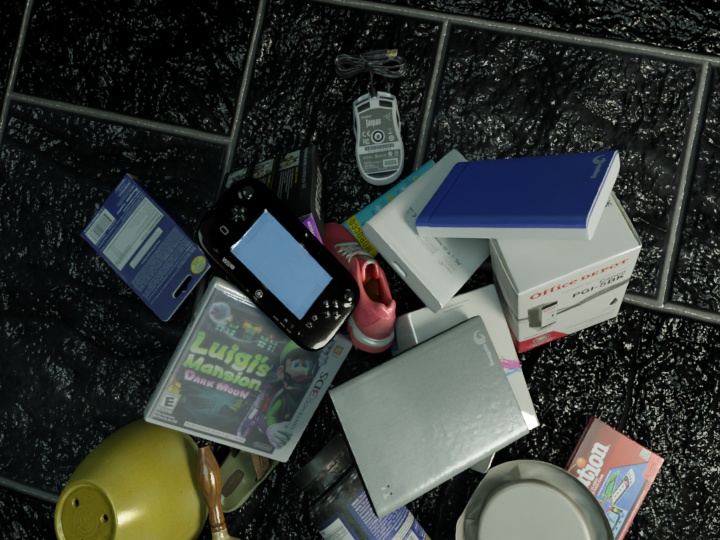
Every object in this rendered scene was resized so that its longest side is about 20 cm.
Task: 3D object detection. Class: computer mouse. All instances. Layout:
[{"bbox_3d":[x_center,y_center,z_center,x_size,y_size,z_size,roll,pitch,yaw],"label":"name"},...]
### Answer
[{"bbox_3d":[0.021,-0.218,0.831,0.105,0.044,0.208,-5,80,4],"label":"computer mouse"}]

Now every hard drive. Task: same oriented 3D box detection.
[{"bbox_3d":[0.076,0.156,0.638,0.195,0.033,0.143,-23,86,-14],"label":"hard drive"},{"bbox_3d":[0.106,-0.057,0.720,0.132,0.027,0.199,46,55,4],"label":"hard drive"},{"bbox_3d":[0.173,-0.084,0.646,0.195,0.026,0.133,4,43,39],"label":"hard drive"}]

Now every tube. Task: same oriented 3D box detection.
[{"bbox_3d":[0.037,-0.075,0.820,0.198,0.050,0.079,-38,74,10],"label":"tube"}]

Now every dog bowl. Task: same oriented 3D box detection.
[{"bbox_3d":[0.222,0.347,0.738,0.193,0.058,0.208,-4,79,20],"label":"dog bowl"}]

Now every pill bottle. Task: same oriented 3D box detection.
[{"bbox_3d":[0.001,0.326,0.764,0.111,0.112,0.201,-40,81,4],"label":"pill bottle"}]

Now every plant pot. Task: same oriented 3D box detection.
[{"bbox_3d":[-0.326,0.319,0.787,0.193,0.142,0.208,-1,86,15],"label":"plant pot"}]

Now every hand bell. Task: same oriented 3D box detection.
[{"bbox_3d":[-0.198,0.345,0.794,0.101,0.104,0.207,-12,86,7],"label":"hand bell"}]

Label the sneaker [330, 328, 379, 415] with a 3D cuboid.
[{"bbox_3d":[0.000,0.128,0.741,0.071,0.199,0.116,-15,85,-31],"label":"sneaker"}]

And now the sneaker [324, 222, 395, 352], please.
[{"bbox_3d":[0.000,0.000,0.744,0.072,0.088,0.203,-11,54,-25],"label":"sneaker"}]

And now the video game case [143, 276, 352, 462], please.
[{"bbox_3d":[-0.130,0.128,0.692,0.196,0.023,0.185,27,98,-29],"label":"video game case"}]

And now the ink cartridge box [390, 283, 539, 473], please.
[{"bbox_3d":[0.126,0.141,0.734,0.121,0.128,0.207,-16,85,-13],"label":"ink cartridge box"}]

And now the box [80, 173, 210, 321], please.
[{"bbox_3d":[-0.321,-0.033,0.875,0.199,0.032,0.122,43,94,10],"label":"box"}]

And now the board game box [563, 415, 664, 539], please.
[{"bbox_3d":[0.308,0.311,0.765,0.101,0.019,0.205,28,91,11],"label":"board game box"}]

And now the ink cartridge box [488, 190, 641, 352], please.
[{"bbox_3d":[0.239,0.009,0.695,0.143,0.201,0.085,-22,61,6],"label":"ink cartridge box"}]

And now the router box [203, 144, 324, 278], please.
[{"bbox_3d":[-0.122,-0.086,0.773,0.144,0.203,0.052,-16,126,9],"label":"router box"}]

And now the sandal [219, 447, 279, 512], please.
[{"bbox_3d":[-0.154,0.262,0.817,0.079,0.057,0.204,33,94,14],"label":"sandal"}]

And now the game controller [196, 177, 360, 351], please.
[{"bbox_3d":[-0.090,-0.005,0.653,0.200,0.042,0.105,45,61,-12],"label":"game controller"}]
